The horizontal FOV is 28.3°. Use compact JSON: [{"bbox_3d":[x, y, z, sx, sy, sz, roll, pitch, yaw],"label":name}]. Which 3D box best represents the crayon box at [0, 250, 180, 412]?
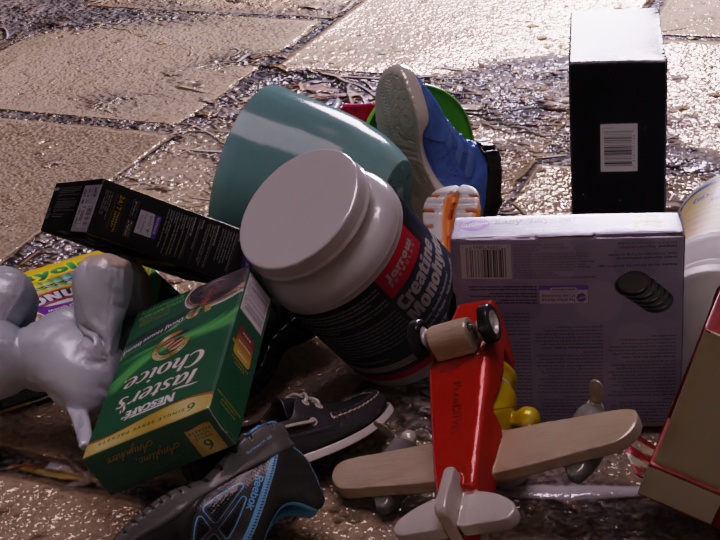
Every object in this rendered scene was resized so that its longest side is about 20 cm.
[{"bbox_3d":[-0.289,0.050,1.405,0.199,0.059,0.172,-18,30,-24],"label":"crayon box"}]

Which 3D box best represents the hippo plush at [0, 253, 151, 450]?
[{"bbox_3d":[-0.276,0.077,1.255,0.160,0.159,0.201,2,68,9],"label":"hippo plush"}]

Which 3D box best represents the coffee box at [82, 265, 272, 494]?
[{"bbox_3d":[-0.143,0.083,1.153,0.123,0.044,0.200,-22,28,20],"label":"coffee box"}]

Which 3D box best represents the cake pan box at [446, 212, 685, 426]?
[{"bbox_3d":[0.171,0.045,1.199,0.199,0.185,0.052,-2,24,10],"label":"cake pan box"}]

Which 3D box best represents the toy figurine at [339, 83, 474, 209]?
[{"bbox_3d":[0.007,-0.131,1.683,0.200,0.150,0.184,-43,25,-16],"label":"toy figurine"}]

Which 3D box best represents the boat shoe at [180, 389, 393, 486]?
[{"bbox_3d":[-0.061,0.134,1.182,0.199,0.061,0.074,-23,2,-28],"label":"boat shoe"}]

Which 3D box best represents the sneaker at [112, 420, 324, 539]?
[{"bbox_3d":[-0.116,0.197,1.066,0.200,0.073,0.082,-36,81,-18],"label":"sneaker"}]

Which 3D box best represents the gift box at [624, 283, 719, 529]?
[{"bbox_3d":[0.309,0.094,1.072,0.199,0.187,0.185,24,37,19],"label":"gift box"}]

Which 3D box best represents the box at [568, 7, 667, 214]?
[{"bbox_3d":[0.283,-0.166,1.582,0.104,0.201,0.182,0,26,10],"label":"box"}]

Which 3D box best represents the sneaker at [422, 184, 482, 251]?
[{"bbox_3d":[0.090,0.005,1.423,0.078,0.077,0.201,1,45,21],"label":"sneaker"}]

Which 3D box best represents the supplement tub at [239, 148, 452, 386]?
[{"bbox_3d":[0.000,0.000,1.267,0.140,0.200,0.141,-22,47,25],"label":"supplement tub"}]

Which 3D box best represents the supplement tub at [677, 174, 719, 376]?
[{"bbox_3d":[0.338,0.010,1.284,0.144,0.145,0.200,6,28,21],"label":"supplement tub"}]

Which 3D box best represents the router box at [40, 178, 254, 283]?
[{"bbox_3d":[-0.197,-0.034,1.327,0.157,0.052,0.200,20,-6,-24],"label":"router box"}]

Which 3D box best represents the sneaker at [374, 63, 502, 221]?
[{"bbox_3d":[0.093,-0.138,1.580,0.111,0.201,0.077,-21,0,-39],"label":"sneaker"}]

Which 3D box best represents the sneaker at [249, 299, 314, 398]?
[{"bbox_3d":[-0.112,0.073,1.327,0.200,0.073,0.082,-33,11,-40],"label":"sneaker"}]

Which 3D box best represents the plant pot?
[{"bbox_3d":[-0.040,-0.076,1.473,0.160,0.201,0.201,16,32,16],"label":"plant pot"}]

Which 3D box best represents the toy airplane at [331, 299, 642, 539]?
[{"bbox_3d":[0.095,0.141,1.107,0.199,0.141,0.200,-50,48,-3],"label":"toy airplane"}]
